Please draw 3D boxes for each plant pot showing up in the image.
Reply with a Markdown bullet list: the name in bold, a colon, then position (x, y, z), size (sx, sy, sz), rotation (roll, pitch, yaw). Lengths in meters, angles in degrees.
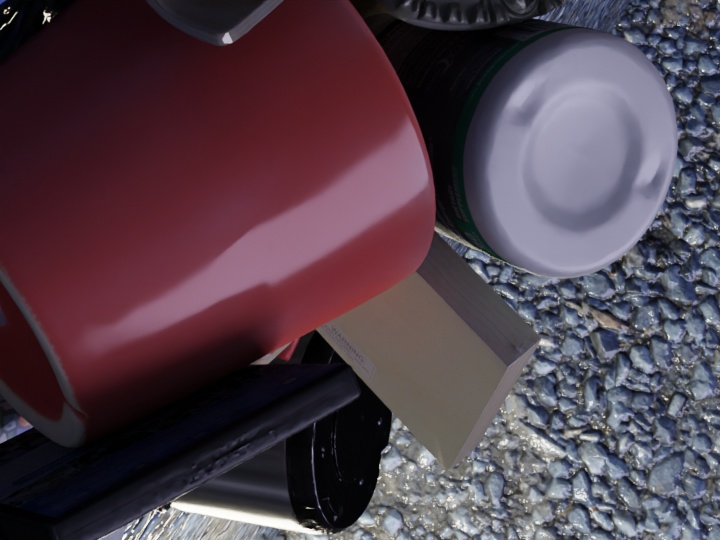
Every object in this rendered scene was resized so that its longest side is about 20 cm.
- **plant pot**: position (-0.095, -0.031, 0.639), size (0.177, 0.201, 0.201), rotation (-36, 162, -25)

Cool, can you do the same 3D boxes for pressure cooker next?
- **pressure cooker**: position (-0.092, 0.106, 1.116), size (0.176, 0.198, 0.180), rotation (47, 53, -61)

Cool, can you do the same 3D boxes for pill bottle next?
- **pill bottle**: position (0.056, -0.073, 0.731), size (0.114, 0.113, 0.200), rotation (-57, -151, -2)

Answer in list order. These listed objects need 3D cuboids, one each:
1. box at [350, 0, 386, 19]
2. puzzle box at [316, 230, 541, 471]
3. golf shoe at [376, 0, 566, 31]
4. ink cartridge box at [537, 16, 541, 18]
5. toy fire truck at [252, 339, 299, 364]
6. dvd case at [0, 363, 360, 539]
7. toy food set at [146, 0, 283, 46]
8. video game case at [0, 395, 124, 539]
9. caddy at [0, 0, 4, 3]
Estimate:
- **box**: position (0.031, -0.171, 0.800), size (0.199, 0.021, 0.163), rotation (-33, 177, 2)
- **puzzle box**: position (0.000, 0.000, 0.750), size (0.025, 0.200, 0.133), rotation (-36, 164, -25)
- **golf shoe**: position (0.066, -0.148, 0.696), size (0.199, 0.079, 0.097), rotation (-27, 178, -37)
- **ink cartridge box**: position (0.051, -0.132, 0.962), size (0.100, 0.039, 0.200), rotation (-53, 170, 26)
- **toy fire truck**: position (-0.101, 0.030, 0.907), size (0.049, 0.140, 0.200), rotation (-61, -172, 18)
- **dvd case**: position (-0.106, 0.077, 0.638), size (0.142, 0.018, 0.199), rotation (-27, -170, -29)
- **toy food set**: position (-0.040, -0.203, 0.530), size (0.144, 0.060, 0.201), rotation (-51, 139, -41)
- **video game case**: position (-0.193, 0.110, 0.734), size (0.199, 0.024, 0.184), rotation (-12, 122, -48)
- **caddy**: position (-0.119, -0.153, 0.350), size (0.201, 0.104, 0.142), rotation (-55, 149, -15)
